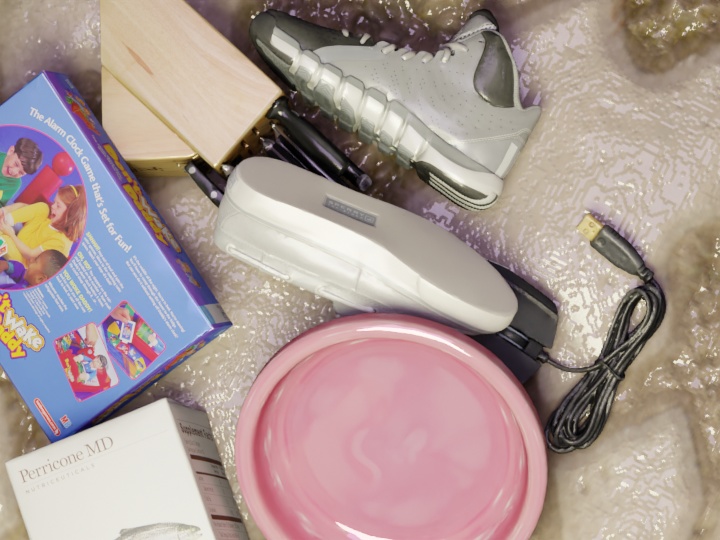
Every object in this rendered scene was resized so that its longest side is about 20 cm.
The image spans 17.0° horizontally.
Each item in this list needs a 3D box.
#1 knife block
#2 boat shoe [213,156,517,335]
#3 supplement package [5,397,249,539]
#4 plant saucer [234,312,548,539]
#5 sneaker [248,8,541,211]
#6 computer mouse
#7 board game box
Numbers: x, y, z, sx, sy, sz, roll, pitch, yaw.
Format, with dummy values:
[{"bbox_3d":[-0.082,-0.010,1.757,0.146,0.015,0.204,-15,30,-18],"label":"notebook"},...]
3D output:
[{"bbox_3d":[-0.083,-0.117,1.596,0.174,0.064,0.202,-3,82,5],"label":"knife block"},{"bbox_3d":[0.000,0.000,1.524,0.199,0.072,0.069,22,122,-7],"label":"boat shoe"},{"bbox_3d":[-0.130,0.198,1.531,0.116,0.117,0.201,-22,80,5],"label":"supplement package"},{"bbox_3d":[0.021,0.114,1.524,0.199,0.051,0.202,4,115,8],"label":"plant saucer"},{"bbox_3d":[0.032,-0.138,1.588,0.199,0.075,0.116,36,82,-1],"label":"sneaker"},{"bbox_3d":[0.100,0.011,1.566,0.199,0.046,0.141,36,89,10],"label":"computer mouse"},{"bbox_3d":[-0.194,-0.008,1.552,0.134,0.045,0.201,-35,83,12],"label":"board game box"}]
